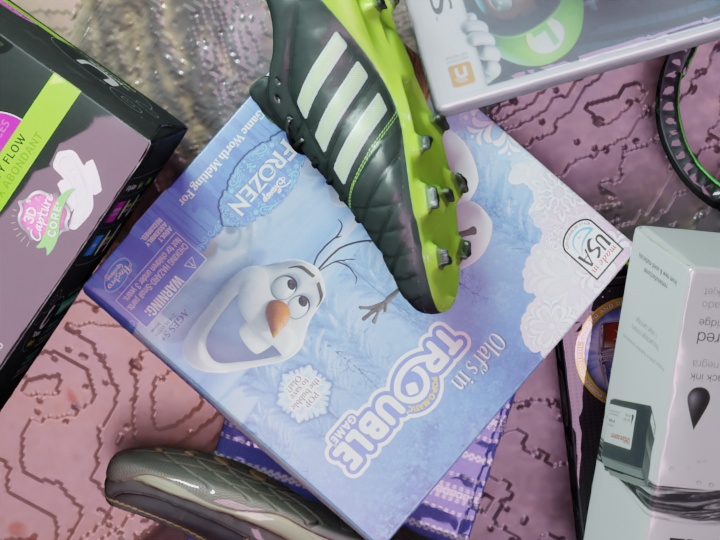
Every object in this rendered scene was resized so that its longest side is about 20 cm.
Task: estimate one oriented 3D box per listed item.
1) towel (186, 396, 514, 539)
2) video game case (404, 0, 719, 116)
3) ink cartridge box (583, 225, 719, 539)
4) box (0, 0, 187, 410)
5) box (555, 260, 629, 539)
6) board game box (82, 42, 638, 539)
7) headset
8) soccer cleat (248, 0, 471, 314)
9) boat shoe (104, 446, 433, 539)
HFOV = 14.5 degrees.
[{"bbox_3d":[-0.001,0.091,1.486,0.144,0.024,0.201,18,98,-4],"label":"towel"},{"bbox_3d":[0.109,-0.189,1.403,0.199,0.023,0.183,-16,83,-1],"label":"video game case"},{"bbox_3d":[0.199,0.089,1.402,0.144,0.084,0.201,4,104,-15],"label":"ink cartridge box"},{"bbox_3d":[-0.204,-0.027,1.386,0.148,0.124,0.200,34,98,1],"label":"box"},{"bbox_3d":[0.188,0.090,1.481,0.159,0.044,0.201,-7,101,-2],"label":"box"},{"bbox_3d":[0.000,0.000,1.413,0.199,0.043,0.200,41,83,1],"label":"board game box"},{"bbox_3d":[0.248,-0.067,1.446,0.199,0.094,0.124,25,86,5],"label":"headset"},{"bbox_3d":[-0.004,-0.071,1.373,0.081,0.067,0.201,-18,88,21],"label":"soccer cleat"},{"bbox_3d":[-0.043,0.152,1.446,0.199,0.075,0.074,22,98,-3],"label":"boat shoe"}]
